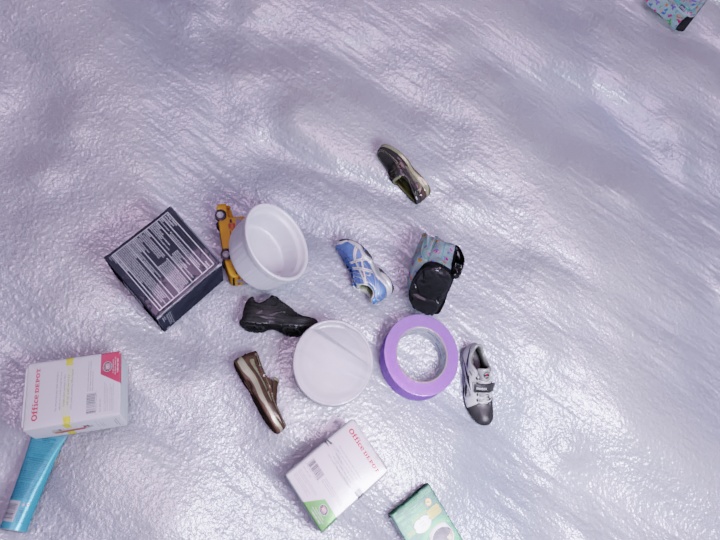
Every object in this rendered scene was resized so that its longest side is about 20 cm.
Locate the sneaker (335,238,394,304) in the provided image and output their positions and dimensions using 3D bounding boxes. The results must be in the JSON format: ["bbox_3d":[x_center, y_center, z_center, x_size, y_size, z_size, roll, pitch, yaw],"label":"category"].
[{"bbox_3d":[0.000,0.000,1.477,0.077,0.076,0.200,-39,79,-26],"label":"sneaker"}]

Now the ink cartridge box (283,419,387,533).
[{"bbox_3d":[-0.056,0.463,1.281,0.197,0.085,0.148,-34,78,-21],"label":"ink cartridge box"}]

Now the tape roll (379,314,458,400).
[{"bbox_3d":[0.148,0.220,1.426,0.192,0.066,0.207,3,68,-8],"label":"tape roll"}]

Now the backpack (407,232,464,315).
[{"bbox_3d":[0.191,-0.006,1.465,0.124,0.169,0.202,27,38,-3],"label":"backpack"}]

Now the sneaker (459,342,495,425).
[{"bbox_3d":[0.299,0.284,1.419,0.071,0.089,0.207,-6,71,-14],"label":"sneaker"}]

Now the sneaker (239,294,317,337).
[{"bbox_3d":[-0.200,0.109,1.402,0.193,0.076,0.094,9,60,-10],"label":"sneaker"}]

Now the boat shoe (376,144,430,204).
[{"bbox_3d":[0.115,-0.274,1.609,0.201,0.072,0.066,46,62,4],"label":"boat shoe"}]

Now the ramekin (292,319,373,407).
[{"bbox_3d":[-0.070,0.231,1.364,0.195,0.095,0.210,3,68,-9],"label":"ramekin"}]

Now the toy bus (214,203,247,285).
[{"bbox_3d":[-0.326,-0.069,1.448,0.076,0.065,0.207,-8,71,-14],"label":"toy bus"}]

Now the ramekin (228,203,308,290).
[{"bbox_3d":[-0.233,-0.053,1.399,0.198,0.096,0.206,30,47,-38],"label":"ramekin"}]

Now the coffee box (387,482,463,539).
[{"bbox_3d":[0.162,0.614,1.287,0.121,0.044,0.203,-30,77,-19],"label":"coffee box"}]

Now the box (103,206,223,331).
[{"bbox_3d":[-0.467,-0.002,1.363,0.200,0.124,0.198,45,69,7],"label":"box"}]

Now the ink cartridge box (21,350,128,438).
[{"bbox_3d":[-0.622,0.274,1.241,0.193,0.084,0.149,-6,62,-13],"label":"ink cartridge box"}]

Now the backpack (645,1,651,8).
[{"bbox_3d":[1.156,-1.006,2.058,0.199,0.152,0.178,40,68,12],"label":"backpack"}]

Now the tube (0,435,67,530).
[{"bbox_3d":[-0.695,0.441,1.192,0.075,0.051,0.206,13,61,-8],"label":"tube"}]

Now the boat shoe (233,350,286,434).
[{"bbox_3d":[-0.222,0.280,1.329,0.073,0.075,0.205,-27,76,-25],"label":"boat shoe"}]
